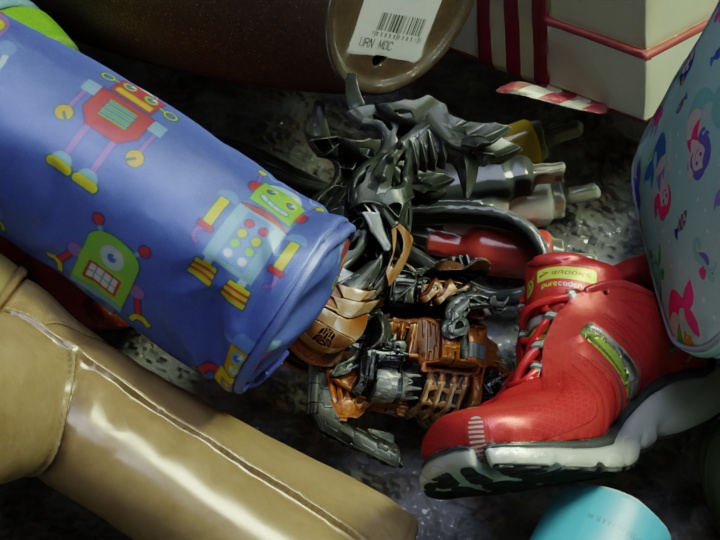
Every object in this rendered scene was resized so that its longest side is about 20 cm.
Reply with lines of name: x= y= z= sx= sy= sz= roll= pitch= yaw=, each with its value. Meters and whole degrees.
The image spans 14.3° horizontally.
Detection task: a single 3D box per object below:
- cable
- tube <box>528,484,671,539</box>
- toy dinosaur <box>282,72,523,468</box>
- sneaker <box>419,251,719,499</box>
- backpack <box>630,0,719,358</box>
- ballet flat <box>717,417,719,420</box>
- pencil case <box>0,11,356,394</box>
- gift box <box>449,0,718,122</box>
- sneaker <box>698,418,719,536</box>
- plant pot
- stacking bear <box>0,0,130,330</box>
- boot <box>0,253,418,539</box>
cable: x=0.009 y=-0.020 z=1.269 sx=0.199 sy=0.050 sz=0.097 roll=-5 pitch=64 yaw=1
tube: x=0.058 y=0.167 z=1.037 sx=0.077 sy=0.050 sz=0.200 roll=22 pitch=51 yaw=8
toy dinosaur: x=0.000 y=0.000 z=1.166 sx=0.102 sy=0.200 sz=0.136 roll=1 pitch=60 yaw=50
sneaker: x=0.076 y=0.037 z=1.128 sx=0.077 sy=0.085 sz=0.200 roll=-11 pitch=5 yaw=30
backpack: x=0.199 y=-0.022 z=1.114 sx=0.150 sy=0.178 sz=0.200 roll=2 pitch=51 yaw=-21
ballet flat: x=0.160 y=0.013 z=1.240 sx=0.067 sy=0.067 sz=0.200 roll=-22 pitch=53 yaw=-1
pencil case: x=-0.102 y=-0.029 z=1.102 sx=0.200 sy=0.087 sz=0.078 roll=31 pitch=36 yaw=9
gift box: x=0.102 y=-0.173 z=1.296 sx=0.200 sy=0.187 sz=0.184 roll=-26 pitch=37 yaw=-34
sneaker: x=0.189 y=0.122 z=1.097 sx=0.067 sy=0.090 sz=0.200 roll=-29 pitch=61 yaw=1
plant pot: x=-0.049 y=-0.156 z=1.242 sx=0.187 sy=0.187 sz=0.200 roll=-30 pitch=46 yaw=-33
stacking bear: x=-0.148 y=-0.050 z=1.210 sx=0.200 sy=0.114 sz=0.121 roll=39 pitch=52 yaw=18
boot: x=-0.080 y=0.086 z=1.057 sx=0.200 sy=0.066 sz=0.175 roll=34 pitch=31 yaw=-6
